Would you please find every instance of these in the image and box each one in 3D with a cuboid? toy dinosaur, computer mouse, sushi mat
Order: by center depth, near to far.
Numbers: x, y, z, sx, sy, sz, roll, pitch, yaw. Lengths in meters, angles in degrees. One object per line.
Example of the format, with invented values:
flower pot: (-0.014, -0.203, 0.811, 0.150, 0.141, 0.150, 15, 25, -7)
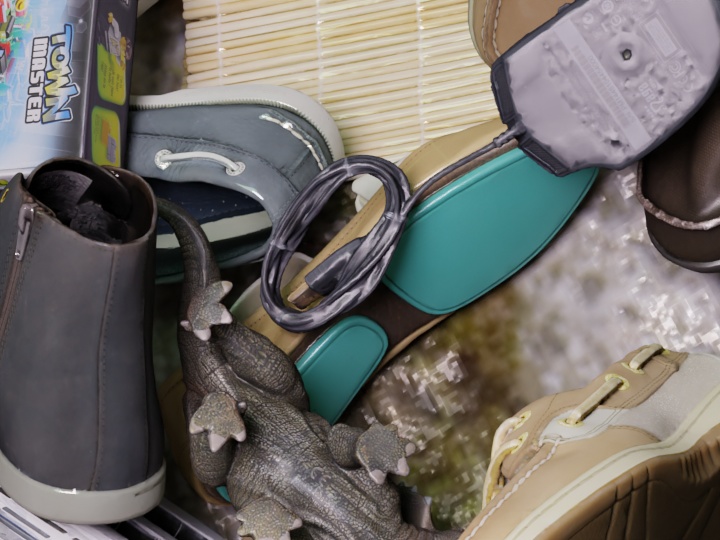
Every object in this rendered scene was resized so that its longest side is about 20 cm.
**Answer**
toy dinosaur: (-0.030, 0.062, 0.961, 0.200, 0.102, 0.077, 41, 75, 14)
computer mouse: (0.047, -0.042, 0.974, 0.199, 0.034, 0.059, -32, 90, 14)
sushi mat: (0.021, -0.084, 1.071, 0.198, 0.012, 0.096, -9, 73, 18)

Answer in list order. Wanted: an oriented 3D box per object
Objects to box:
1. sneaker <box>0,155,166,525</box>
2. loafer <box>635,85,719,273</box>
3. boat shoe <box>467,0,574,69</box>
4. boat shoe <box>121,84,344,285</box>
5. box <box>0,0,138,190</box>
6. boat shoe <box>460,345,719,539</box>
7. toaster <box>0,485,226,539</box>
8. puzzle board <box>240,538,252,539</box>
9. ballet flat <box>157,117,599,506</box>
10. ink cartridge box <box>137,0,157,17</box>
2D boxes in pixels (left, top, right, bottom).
sneaker: (-0.120, -0.003, 0.976, 0.200, 0.074, 0.107, 34, 124, 48)
loafer: (0.149, -0.096, 0.982, 0.073, 0.071, 0.201, 27, 89, 41)
boat shoe: (0.099, -0.142, 0.978, 0.074, 0.066, 0.201, 27, 115, -8)
boat shoe: (-0.105, -0.024, 1.055, 0.199, 0.073, 0.062, -8, 34, 22)
box: (-0.136, -0.123, 1.048, 0.109, 0.035, 0.202, -4, 72, 21)
boat shoe: (0.075, 0.075, 0.910, 0.066, 0.200, 0.075, 19, 112, 27)
toaster: (-0.118, 0.136, 0.989, 0.199, 0.113, 0.130, 30, 99, 35)
puzzle board: (0.023, 0.191, 0.992, 0.199, 0.017, 0.152, 15, 80, 23)
ballet flat: (0.000, 0.000, 1.029, 0.200, 0.069, 0.063, -43, 48, 3)
ink cartridge box: (-0.138, -0.142, 1.113, 0.200, 0.067, 0.116, -38, 62, 7)
